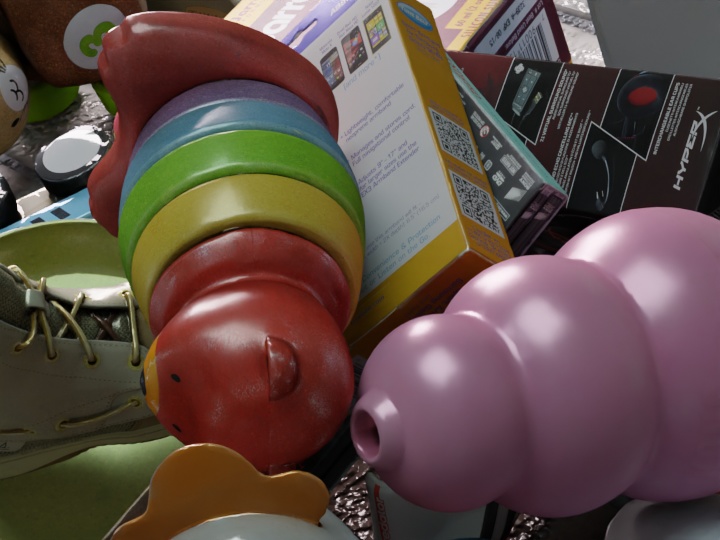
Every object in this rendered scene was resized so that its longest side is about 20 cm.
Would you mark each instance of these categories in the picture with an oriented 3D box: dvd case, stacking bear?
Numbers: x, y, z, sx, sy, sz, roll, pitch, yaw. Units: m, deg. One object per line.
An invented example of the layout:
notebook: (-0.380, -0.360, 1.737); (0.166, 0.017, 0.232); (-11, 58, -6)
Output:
dvd case: (0.000, 0.000, 1.017); (0.200, 0.022, 0.146); (-51, 41, 14)
stacking bear: (-0.051, 0.000, 0.888); (0.113, 0.122, 0.201); (1, 41, -11)

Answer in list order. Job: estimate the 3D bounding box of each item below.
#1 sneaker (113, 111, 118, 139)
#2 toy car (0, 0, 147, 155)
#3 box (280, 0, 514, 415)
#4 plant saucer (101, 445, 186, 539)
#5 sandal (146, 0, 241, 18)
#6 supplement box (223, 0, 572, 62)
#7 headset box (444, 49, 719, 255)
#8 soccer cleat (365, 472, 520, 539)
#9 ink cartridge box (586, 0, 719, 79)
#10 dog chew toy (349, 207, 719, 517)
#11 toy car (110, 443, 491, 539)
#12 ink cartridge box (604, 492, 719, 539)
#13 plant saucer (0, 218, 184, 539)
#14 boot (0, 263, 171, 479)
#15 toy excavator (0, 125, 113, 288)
sneaker: (-0.078, -0.024, 1.164); (0.078, 0.090, 0.200); (-49, 51, 13)
toy car: (-0.239, -0.123, 1.392); (0.157, 0.165, 0.201); (0, 47, 30)
box: (-0.002, -0.042, 0.996); (0.119, 0.041, 0.201); (-40, 42, 27)
plant saucer: (-0.094, 0.134, 0.942); (0.037, 0.201, 0.200); (40, 56, 5)
sandal: (-0.149, -0.175, 1.486); (0.199, 0.081, 0.054); (13, 47, 35)
supplement box: (0.014, -0.128, 1.310); (0.199, 0.086, 0.110); (4, 40, 35)
headset box: (0.123, -0.043, 1.051); (0.199, 0.148, 0.075); (11, 79, 41)
soccer cleat: (0.065, 0.066, 0.993); (0.068, 0.085, 0.200); (8, 43, 36)
ink cartridge box: (0.226, -0.201, 1.239); (0.146, 0.147, 0.200); (-4, 36, 25)
dog chew toy: (0.085, 0.045, 0.877); (0.199, 0.125, 0.124); (-13, 25, -31)
toy car: (-0.014, 0.143, 0.817); (0.176, 0.201, 0.185); (-16, 33, 7)
ink cartridge box: (0.190, 0.100, 0.906); (0.159, 0.047, 0.200); (-6, 38, 24)
plant saucer: (-0.150, 0.066, 1.103); (0.199, 0.031, 0.201); (-1, 59, 1)
boot: (-0.142, 0.023, 0.993); (0.199, 0.155, 0.072); (-21, 56, 12)
toy excavator: (-0.181, 0.037, 1.184); (0.194, 0.100, 0.200); (-27, 41, -6)
